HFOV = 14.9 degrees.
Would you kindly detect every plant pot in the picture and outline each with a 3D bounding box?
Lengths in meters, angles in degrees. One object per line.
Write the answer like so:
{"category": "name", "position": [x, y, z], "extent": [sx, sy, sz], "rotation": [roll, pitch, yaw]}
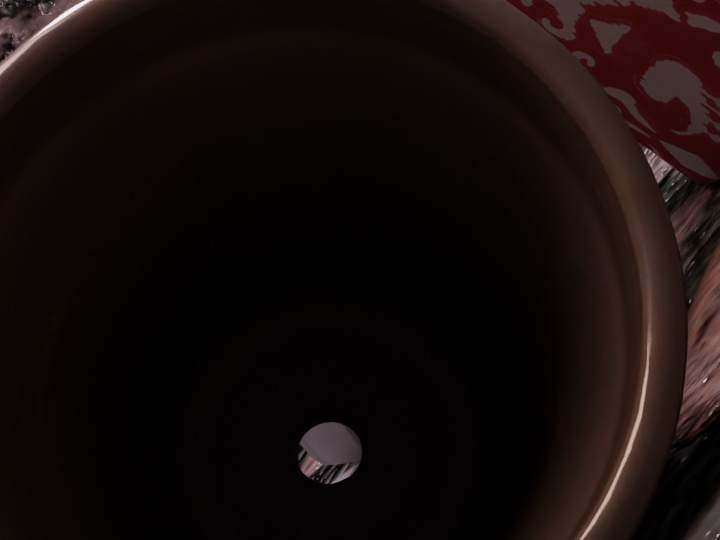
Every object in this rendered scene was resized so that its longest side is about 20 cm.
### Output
{"category": "plant pot", "position": [-0.015, 0.036, 0.740], "extent": [0.200, 0.200, 0.175], "rotation": [-53, -13, -11]}

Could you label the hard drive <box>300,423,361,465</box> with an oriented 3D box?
{"category": "hard drive", "position": [-0.026, -0.037, 1.158], "extent": [0.027, 0.132, 0.200], "rotation": [-11, 52, 22]}

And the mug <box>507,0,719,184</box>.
{"category": "mug", "position": [0.062, -0.126, 0.909], "extent": [0.133, 0.200, 0.178], "rotation": [-55, 5, -18]}
